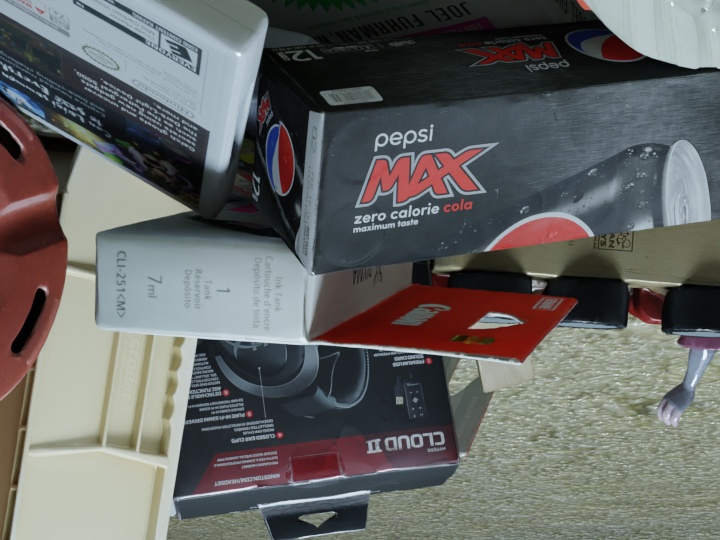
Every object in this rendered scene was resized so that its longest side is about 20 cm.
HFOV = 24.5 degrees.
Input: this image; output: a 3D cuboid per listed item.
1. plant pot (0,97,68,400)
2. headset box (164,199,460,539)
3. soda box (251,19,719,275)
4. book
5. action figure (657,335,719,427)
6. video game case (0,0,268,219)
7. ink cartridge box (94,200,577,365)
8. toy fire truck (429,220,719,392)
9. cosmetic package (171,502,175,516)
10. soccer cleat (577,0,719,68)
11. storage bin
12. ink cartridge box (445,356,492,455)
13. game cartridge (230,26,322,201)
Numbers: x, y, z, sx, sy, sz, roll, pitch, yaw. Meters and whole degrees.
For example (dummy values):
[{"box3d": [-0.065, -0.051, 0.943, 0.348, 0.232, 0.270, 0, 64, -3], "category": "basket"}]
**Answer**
[{"box3d": [-0.249, -0.012, 0.732, 0.195, 0.201, 0.201, 3, 166, 36], "category": "plant pot"}, {"box3d": [-0.034, 0.040, 0.877, 0.148, 0.201, 0.077, -7, 165, -6], "category": "headset box"}, {"box3d": [0.061, -0.052, 0.644, 0.200, 0.071, 0.063, -8, -149, -23], "category": "soda box"}, {"box3d": [0.033, -0.100, 0.719, 0.133, 0.048, 0.200, -8, 157, 29], "category": "book"}, {"box3d": [0.243, 0.015, 0.949, 0.200, 0.134, 0.149, 23, 138, 30], "category": "action figure"}, {"box3d": [-0.131, -0.103, 0.632, 0.200, 0.023, 0.182, 30, 162, 1], "category": "video game case"}, {"box3d": [0.000, 0.000, 0.730, 0.173, 0.044, 0.200, 3, -173, 13], "category": "ink cartridge box"}, {"box3d": [0.124, 0.006, 0.942, 0.176, 0.129, 0.200, 3, 175, -1], "category": "toy fire truck"}, {"box3d": [-0.170, 0.049, 0.997, 0.200, 0.102, 0.071, 32, 175, 24], "category": "cosmetic package"}, {"box3d": [0.100, -0.120, 0.574, 0.200, 0.069, 0.077, 20, 172, -35], "category": "soccer cleat"}, {"box3d": [-0.183, 0.029, 0.849, 0.200, 0.199, 0.094, 9, 180, 44], "category": "storage bin"}, {"box3d": [0.014, 0.087, 1.107, 0.173, 0.044, 0.200, -2, -154, 20], "category": "ink cartridge box"}, {"box3d": [-0.056, -0.068, 0.732, 0.133, 0.041, 0.200, 35, 164, -36], "category": "game cartridge"}]
